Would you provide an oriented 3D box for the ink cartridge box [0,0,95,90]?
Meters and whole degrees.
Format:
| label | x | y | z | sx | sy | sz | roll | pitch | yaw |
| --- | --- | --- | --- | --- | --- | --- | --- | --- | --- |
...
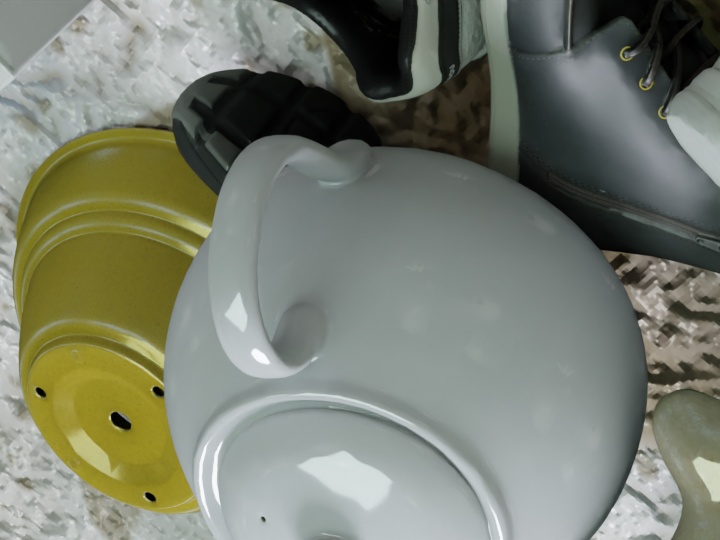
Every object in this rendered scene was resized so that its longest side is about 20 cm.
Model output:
| label | x | y | z | sx | sy | sz | roll | pitch | yaw |
| --- | --- | --- | --- | --- | --- | --- | --- | --- | --- |
| ink cartridge box | -0.191 | -0.129 | 1.108 | 0.145 | 0.147 | 0.200 | 49 | 136 | -11 |

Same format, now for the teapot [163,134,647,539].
| label | x | y | z | sx | sy | sz | roll | pitch | yaw |
| --- | --- | --- | --- | --- | --- | --- | --- | --- | --- |
| teapot | 0.006 | 0.059 | 1.040 | 0.200 | 0.146 | 0.198 | 32 | 133 | -6 |

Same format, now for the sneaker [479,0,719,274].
| label | x | y | z | sx | sy | sz | roll | pitch | yaw |
| --- | --- | --- | --- | --- | --- | --- | --- | --- | --- |
| sneaker | 0.104 | -0.083 | 1.010 | 0.106 | 0.075 | 0.200 | 16 | 142 | 17 |

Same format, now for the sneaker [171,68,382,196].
| label | x | y | z | sx | sy | sz | roll | pitch | yaw |
| --- | --- | --- | --- | --- | --- | --- | --- | --- | --- |
| sneaker | 0.000 | 0.000 | 1.142 | 0.200 | 0.075 | 0.079 | 38 | 140 | 1 |

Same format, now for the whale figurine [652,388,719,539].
| label | x | y | z | sx | sy | sz | roll | pitch | yaw |
| --- | --- | --- | --- | --- | --- | --- | --- | --- | --- |
| whale figurine | 0.147 | 0.136 | 1.045 | 0.158 | 0.104 | 0.201 | 2 | 104 | 16 |

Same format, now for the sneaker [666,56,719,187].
| label | x | y | z | sx | sy | sz | roll | pitch | yaw |
| --- | --- | --- | --- | --- | --- | --- | --- | --- | --- |
| sneaker | 0.198 | -0.021 | 0.998 | 0.200 | 0.089 | 0.075 | 44 | 177 | -32 |

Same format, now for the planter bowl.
| label | x | y | z | sx | sy | sz | roll | pitch | yaw |
| --- | --- | --- | --- | --- | --- | --- | --- | --- | --- |
| planter bowl | -0.086 | 0.043 | 1.230 | 0.200 | 0.084 | 0.201 | 19 | 133 | 21 |

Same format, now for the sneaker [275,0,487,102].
| label | x | y | z | sx | sy | sz | roll | pitch | yaw |
| --- | --- | --- | --- | --- | --- | --- | --- | --- | --- |
| sneaker | -0.023 | -0.149 | 1.022 | 0.200 | 0.088 | 0.076 | 47 | 139 | -6 |
